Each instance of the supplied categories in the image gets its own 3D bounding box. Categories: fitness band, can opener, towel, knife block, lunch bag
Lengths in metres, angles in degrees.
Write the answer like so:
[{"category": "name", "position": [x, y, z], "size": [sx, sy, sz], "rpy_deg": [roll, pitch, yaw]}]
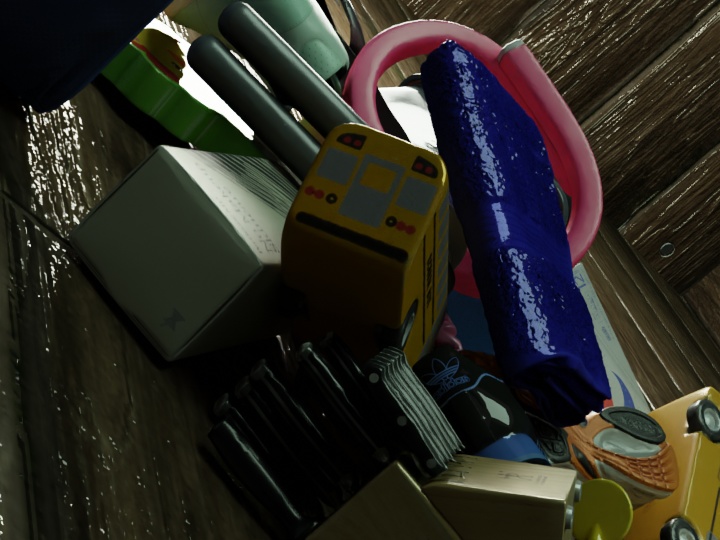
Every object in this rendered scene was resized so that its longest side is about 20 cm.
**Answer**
[{"category": "fitness band", "position": [0.072, -0.076, 1.001], "size": [0.201, 0.143, 0.037], "rpy_deg": [59, -24, 14]}, {"category": "can opener", "position": [-0.013, -0.068, 0.869], "size": [0.200, 0.053, 0.066], "rpy_deg": [45, -8, -3]}, {"category": "towel", "position": [0.092, -0.020, 0.888], "size": [0.148, 0.049, 0.202], "rpy_deg": [42, 31, -66]}, {"category": "knife block", "position": [0.008, 0.133, 0.701], "size": [0.064, 0.174, 0.202], "rpy_deg": [-19, 114, -76]}, {"category": "lunch bag", "position": [-0.177, -0.198, 0.822], "size": [0.132, 0.136, 0.201], "rpy_deg": [42, 13, -31]}]

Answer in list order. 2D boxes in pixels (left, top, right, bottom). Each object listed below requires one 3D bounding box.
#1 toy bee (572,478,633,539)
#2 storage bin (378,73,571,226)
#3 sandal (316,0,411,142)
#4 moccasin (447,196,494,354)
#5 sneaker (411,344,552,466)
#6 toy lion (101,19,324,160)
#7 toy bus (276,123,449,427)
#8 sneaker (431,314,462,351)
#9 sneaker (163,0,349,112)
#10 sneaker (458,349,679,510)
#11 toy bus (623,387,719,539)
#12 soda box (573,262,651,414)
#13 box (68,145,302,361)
[{"category": "toy bee", "position": [0.132, 0.175, 0.811], "size": [0.199, 0.108, 0.133], "rpy_deg": [-4, 90, -49]}, {"category": "storage bin", "position": [0.041, -0.054, 1.187], "size": [0.134, 0.146, 0.200], "rpy_deg": [-3, 40, -48]}, {"category": "sandal", "position": [-0.018, -0.155, 1.083], "size": [0.201, 0.043, 0.076], "rpy_deg": [57, -14, -3]}, {"category": "moccasin", "position": [0.070, 0.018, 1.077], "size": [0.068, 0.080, 0.202], "rpy_deg": [-133, -140, -62]}, {"category": "sneaker", "position": [0.066, 0.101, 0.837], "size": [0.078, 0.070, 0.200], "rpy_deg": [60, -7, 23]}, {"category": "toy lion", "position": [-0.104, -0.115, 1.032], "size": [0.191, 0.069, 0.200], "rpy_deg": [43, 12, 4]}, {"category": "toy bus", "position": [0.005, 0.013, 0.782], "size": [0.065, 0.079, 0.200], "rpy_deg": [20, -22, 12]}, {"category": "sneaker", "position": [0.000, 0.000, 0.994], "size": [0.095, 0.079, 0.201], "rpy_deg": [21, 35, -34]}, {"category": "sneaker", "position": [-0.068, -0.149, 1.017], "size": [0.119, 0.073, 0.200], "rpy_deg": [58, -9, -10]}, {"category": "sneaker", "position": [0.098, 0.118, 0.953], "size": [0.199, 0.092, 0.076], "rpy_deg": [23, 40, -25]}, {"category": "toy bus", "position": [0.212, 0.173, 1.018], "size": [0.078, 0.065, 0.201], "rpy_deg": [42, 42, -16]}, {"category": "soda box", "position": [0.162, 0.102, 1.124], "size": [0.063, 0.068, 0.202], "rpy_deg": [-22, 88, -46]}, {"category": "box", "position": [-0.067, -0.011, 0.806], "size": [0.082, 0.068, 0.200], "rpy_deg": [49, 11, 7]}]
